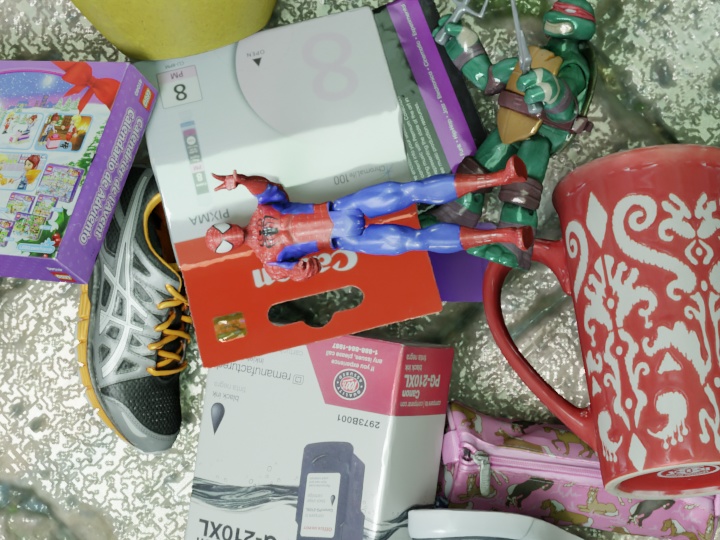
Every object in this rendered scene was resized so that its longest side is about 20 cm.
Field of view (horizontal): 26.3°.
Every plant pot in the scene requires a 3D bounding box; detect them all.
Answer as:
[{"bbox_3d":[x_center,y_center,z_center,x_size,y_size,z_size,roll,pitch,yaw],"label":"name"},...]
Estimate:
[{"bbox_3d":[-0.120,-0.218,0.981,0.199,0.200,0.143,-13,115,0],"label":"plant pot"}]

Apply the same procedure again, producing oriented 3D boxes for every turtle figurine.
[{"bbox_3d":[0.101,-0.107,0.978,0.100,0.150,0.201,16,95,-20],"label":"turtle figurine"}]

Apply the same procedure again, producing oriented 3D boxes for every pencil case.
[{"bbox_3d":[0.146,0.140,1.047,0.199,0.087,0.083,8,122,-4],"label":"pencil case"}]

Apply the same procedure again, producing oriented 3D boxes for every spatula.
[{"bbox_3d":[0.000,0.000,1.067,0.199,0.021,0.057,-5,76,3],"label":"spatula"}]

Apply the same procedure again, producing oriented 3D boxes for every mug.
[{"bbox_3d":[0.184,0.043,1.000,0.133,0.177,0.201,15,63,-43],"label":"mug"}]

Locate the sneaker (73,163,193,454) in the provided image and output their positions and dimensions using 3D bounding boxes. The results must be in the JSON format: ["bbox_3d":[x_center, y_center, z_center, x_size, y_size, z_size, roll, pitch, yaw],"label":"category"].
[{"bbox_3d":[-0.142,0.024,1.029,0.077,0.078,0.201,-5,95,27],"label":"sneaker"}]

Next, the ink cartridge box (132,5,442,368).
[{"bbox_3d":[-0.047,-0.056,0.976,0.162,0.057,0.201,-14,66,-3],"label":"ink cartridge box"}]

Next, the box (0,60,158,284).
[{"bbox_3d":[-0.237,-0.066,0.978,0.199,0.039,0.138,5,67,29],"label":"box"}]

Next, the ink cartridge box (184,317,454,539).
[{"bbox_3d":[-0.030,0.138,1.014,0.144,0.084,0.201,8,90,28],"label":"ink cartridge box"}]

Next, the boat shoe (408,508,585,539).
[{"bbox_3d":[0.098,0.200,1.009,0.071,0.200,0.068,-6,68,35],"label":"boat shoe"}]

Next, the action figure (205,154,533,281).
[{"bbox_3d":[-0.008,-0.030,0.901,0.199,0.099,0.066,-7,87,18],"label":"action figure"}]

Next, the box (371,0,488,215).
[{"bbox_3d":[-0.020,-0.088,1.048,0.199,0.036,0.144,-22,90,-4],"label":"box"}]

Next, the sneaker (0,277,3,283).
[{"bbox_3d":[-0.312,0.023,1.036,0.114,0.075,0.201,22,97,-6],"label":"sneaker"}]
